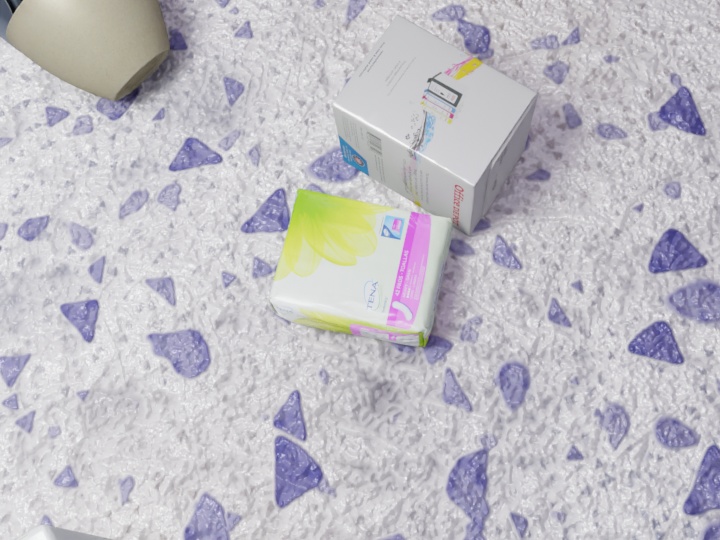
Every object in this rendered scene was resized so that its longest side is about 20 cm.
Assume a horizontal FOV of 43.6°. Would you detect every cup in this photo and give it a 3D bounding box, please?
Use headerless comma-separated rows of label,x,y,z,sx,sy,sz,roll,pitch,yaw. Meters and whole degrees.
cup,-0.329,-0.306,1.158,0.200,0.200,0.144,-43,100,-11

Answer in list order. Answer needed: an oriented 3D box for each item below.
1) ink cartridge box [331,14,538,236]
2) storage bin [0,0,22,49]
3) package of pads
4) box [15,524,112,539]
ink cartridge box,0.090,-0.171,1.086,0.198,0.148,0.146,32,76,14
storage bin,-0.488,-0.426,1.231,0.198,0.146,0.135,35,66,15
package of pads,0.000,0.000,1.076,0.196,0.068,0.157,12,71,9
box,-0.326,0.384,0.896,0.198,0.200,0.173,-31,71,-6
